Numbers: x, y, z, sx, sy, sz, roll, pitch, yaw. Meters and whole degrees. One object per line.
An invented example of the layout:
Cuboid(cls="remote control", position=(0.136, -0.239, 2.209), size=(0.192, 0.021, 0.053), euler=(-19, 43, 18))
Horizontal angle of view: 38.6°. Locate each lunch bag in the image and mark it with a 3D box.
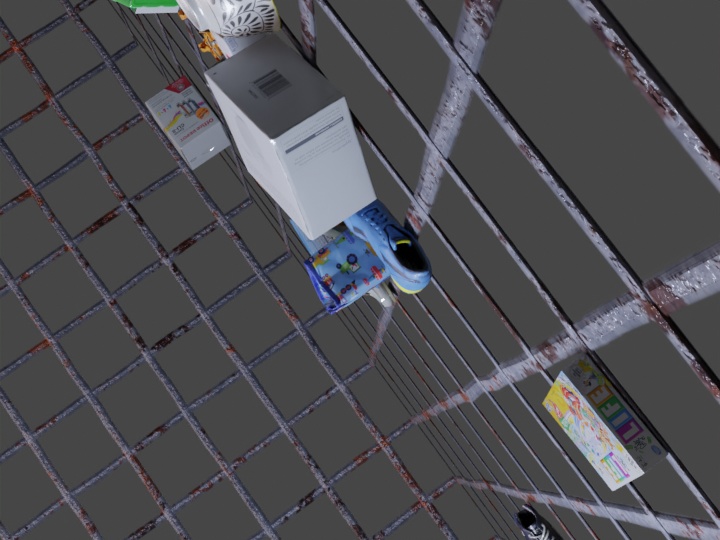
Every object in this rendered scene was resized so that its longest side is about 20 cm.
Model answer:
Cuboid(cls="lunch bag", position=(0.000, 0.000, 1.646), size=(0.094, 0.150, 0.200), euler=(53, 173, 11))

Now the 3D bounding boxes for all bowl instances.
Cuboid(cls="bowl", position=(-0.202, -0.386, 1.395), size=(0.201, 0.094, 0.201), euler=(53, 174, 8))

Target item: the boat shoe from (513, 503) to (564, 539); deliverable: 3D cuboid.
Cuboid(cls="boat shoe", position=(0.380, 0.563, 2.106), size=(0.093, 0.075, 0.200), euler=(50, 177, -32))

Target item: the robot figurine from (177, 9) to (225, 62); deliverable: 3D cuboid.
Cuboid(cls="robot figurine", position=(-0.244, -0.401, 1.749), size=(0.145, 0.058, 0.200), euler=(57, 173, -31))

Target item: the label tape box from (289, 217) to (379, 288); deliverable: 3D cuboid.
Cuboid(cls="label tape box", position=(-0.031, -0.051, 1.932), size=(0.200, 0.063, 0.144), euler=(13, 140, 56))

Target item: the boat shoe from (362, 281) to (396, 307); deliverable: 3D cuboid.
Cuboid(cls="boat shoe", position=(0.002, 0.020, 2.077), size=(0.200, 0.068, 0.075), euler=(47, 170, 48))

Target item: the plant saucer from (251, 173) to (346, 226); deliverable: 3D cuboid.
Cuboid(cls="plant saucer", position=(-0.083, -0.145, 1.627), size=(0.200, 0.037, 0.200), euler=(27, -155, -14))

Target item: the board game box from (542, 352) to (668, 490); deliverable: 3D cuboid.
Cuboid(cls="board game box", position=(0.269, 0.175, 1.157), size=(0.135, 0.034, 0.200), euler=(52, 173, 17))

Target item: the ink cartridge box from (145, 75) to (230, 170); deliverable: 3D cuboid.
Cuboid(cls="ink cartridge box", position=(-0.497, -0.427, 2.985), size=(0.200, 0.145, 0.145), euler=(51, 172, 19))

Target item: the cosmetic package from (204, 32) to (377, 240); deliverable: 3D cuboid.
Cuboid(cls="cosmetic package", position=(-0.095, -0.188, 1.440), size=(0.199, 0.123, 0.200), euler=(47, 164, 39))

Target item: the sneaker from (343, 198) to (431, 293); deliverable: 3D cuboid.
Cuboid(cls="sneaker", position=(0.038, -0.058, 1.510), size=(0.200, 0.066, 0.078), euler=(52, 161, 16))

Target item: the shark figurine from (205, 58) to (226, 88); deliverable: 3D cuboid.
Cuboid(cls="shark figurine", position=(-0.195, -0.296, 1.693), size=(0.214, 0.089, 0.128), euler=(42, -130, -51))

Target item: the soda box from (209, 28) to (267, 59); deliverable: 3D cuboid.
Cuboid(cls="soda box", position=(-0.154, -0.305, 1.587), size=(0.068, 0.064, 0.200), euler=(46, 168, 50))

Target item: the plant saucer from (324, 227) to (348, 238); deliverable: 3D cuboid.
Cuboid(cls="plant saucer", position=(-0.073, -0.107, 1.681), size=(0.201, 0.039, 0.201), euler=(31, -157, -15))

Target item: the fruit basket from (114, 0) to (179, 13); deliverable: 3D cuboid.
Cuboid(cls="fruit basket", position=(-0.349, -0.482, 1.636), size=(0.200, 0.185, 0.094), euler=(44, 134, 41))
